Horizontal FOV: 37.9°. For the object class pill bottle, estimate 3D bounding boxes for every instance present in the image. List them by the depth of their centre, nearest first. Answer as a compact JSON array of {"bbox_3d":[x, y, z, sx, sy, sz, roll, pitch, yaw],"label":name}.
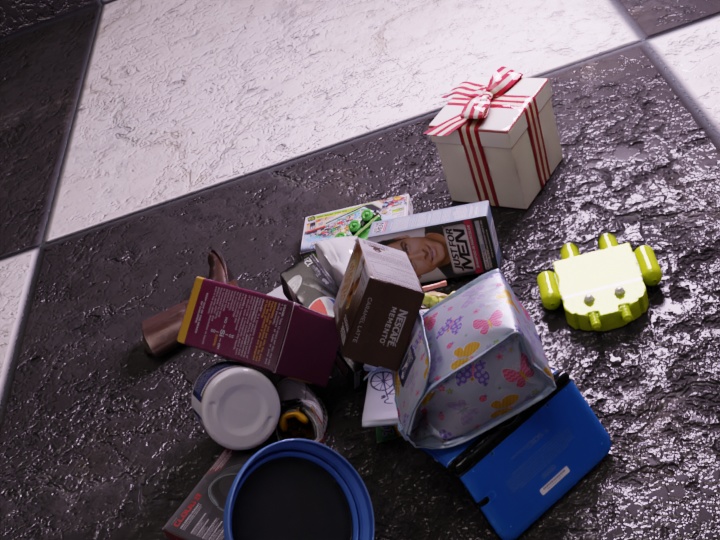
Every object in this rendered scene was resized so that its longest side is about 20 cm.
[{"bbox_3d":[-0.185,0.188,1.508,0.110,0.112,0.200,-31,8,-13],"label":"pill bottle"}]

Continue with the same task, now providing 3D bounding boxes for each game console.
[{"bbox_3d":[0.188,0.216,1.345,0.199,0.172,0.118,-36,3,-19],"label":"game console"}]

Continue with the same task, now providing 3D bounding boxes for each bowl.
[{"bbox_3d":[-0.077,0.312,1.292,0.201,0.201,0.039,-50,8,-34],"label":"bowl"}]

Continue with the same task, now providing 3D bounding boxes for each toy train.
[{"bbox_3d":[-0.034,-0.026,1.780,0.199,0.042,0.056,-41,58,-4],"label":"toy train"}]

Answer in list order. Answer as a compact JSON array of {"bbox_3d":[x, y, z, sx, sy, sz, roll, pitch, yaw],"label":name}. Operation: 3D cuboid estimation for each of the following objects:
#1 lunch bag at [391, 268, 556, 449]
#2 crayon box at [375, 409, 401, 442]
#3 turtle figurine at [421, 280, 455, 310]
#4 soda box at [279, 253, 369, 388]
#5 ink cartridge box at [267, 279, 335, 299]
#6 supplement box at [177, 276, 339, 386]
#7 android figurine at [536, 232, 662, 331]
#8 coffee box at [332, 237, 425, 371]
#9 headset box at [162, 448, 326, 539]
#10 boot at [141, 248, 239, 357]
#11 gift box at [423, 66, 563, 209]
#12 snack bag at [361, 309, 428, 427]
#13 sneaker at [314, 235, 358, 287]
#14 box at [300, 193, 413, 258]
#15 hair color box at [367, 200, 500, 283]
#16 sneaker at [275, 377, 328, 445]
[{"bbox_3d":[0.125,0.116,1.321,0.199,0.128,0.170,-33,24,15],"label":"lunch bag"},{"bbox_3d":[0.107,0.161,1.491,0.197,0.052,0.127,-16,37,9],"label":"crayon box"},{"bbox_3d":[0.111,0.051,1.595,0.198,0.066,0.160,4,-4,-42],"label":"turtle figurine"},{"bbox_3d":[-0.042,0.075,1.590,0.063,0.071,0.201,-33,67,-15],"label":"soda box"},{"bbox_3d":[-0.063,0.056,1.702,0.198,0.067,0.116,-29,37,-10],"label":"ink cartridge box"},{"bbox_3d":[-0.144,0.088,1.519,0.198,0.130,0.105,13,83,37],"label":"supplement box"},{"bbox_3d":[0.355,0.019,1.557,0.179,0.041,0.201,-13,35,11],"label":"android figurine"},{"bbox_3d":[0.021,0.042,1.419,0.079,0.116,0.200,17,15,-9],"label":"coffee box"},{"bbox_3d":[-0.151,0.330,1.388,0.198,0.078,0.149,12,48,36],"label":"headset box"},{"bbox_3d":[-0.309,0.057,1.841,0.198,0.065,0.187,-31,34,-5],"label":"boot"},{"bbox_3d":[0.221,-0.231,1.821,0.197,0.188,0.185,6,43,32],"label":"gift box"},{"bbox_3d":[0.092,0.133,1.463,0.186,0.022,0.202,-5,47,18],"label":"snack bag"},{"bbox_3d":[0.000,0.000,1.630,0.087,0.076,0.201,-19,39,-13],"label":"sneaker"},{"bbox_3d":[-0.005,-0.071,1.862,0.197,0.035,0.111,-12,37,13],"label":"box"},{"bbox_3d":[0.120,-0.040,1.695,0.197,0.100,0.061,-10,26,16],"label":"hair color box"},{"bbox_3d":[-0.085,0.215,1.495,0.077,0.083,0.201,-23,35,-3],"label":"sneaker"}]
